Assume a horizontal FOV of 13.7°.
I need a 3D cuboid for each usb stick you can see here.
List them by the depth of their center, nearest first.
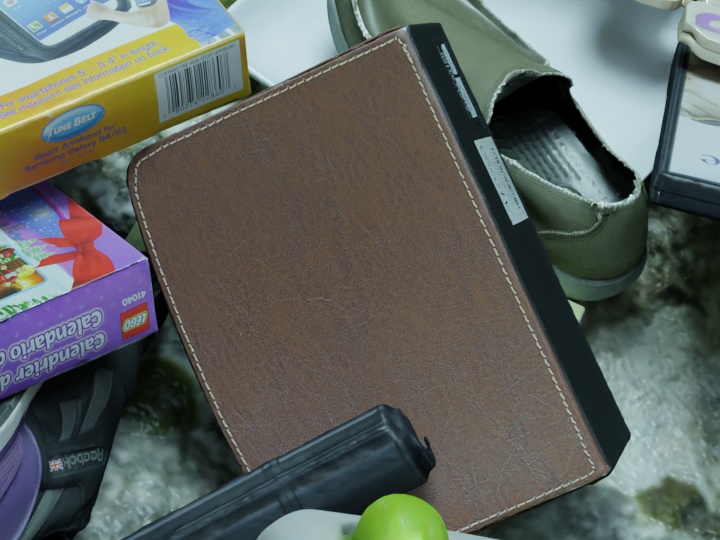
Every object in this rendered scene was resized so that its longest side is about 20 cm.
[{"bbox_3d":[-0.064,0.110,1.184,0.200,0.055,0.033,-27,71,2],"label":"usb stick"}]

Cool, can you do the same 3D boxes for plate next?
[{"bbox_3d":[0.060,-0.101,1.416,0.200,0.032,0.200,38,57,11],"label":"plate"}]

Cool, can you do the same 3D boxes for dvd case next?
[{"bbox_3d":[0.203,-0.052,1.321,0.143,0.018,0.200,15,23,3],"label":"dvd case"}]

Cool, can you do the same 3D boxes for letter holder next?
[{"bbox_3d":[0.005,0.016,1.253,0.142,0.101,0.200,-25,91,11],"label":"letter holder"}]

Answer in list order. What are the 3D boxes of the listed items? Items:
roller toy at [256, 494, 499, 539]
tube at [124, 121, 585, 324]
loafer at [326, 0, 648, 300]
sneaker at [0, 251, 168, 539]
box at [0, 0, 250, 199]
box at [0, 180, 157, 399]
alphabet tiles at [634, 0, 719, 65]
[{"bbox_3d":[0.018,0.188,1.127,0.140,0.200,0.183,10,75,-10],"label":"roller toy"},{"bbox_3d":[0.000,0.000,1.329,0.200,0.052,0.058,23,17,4],"label":"tube"},{"bbox_3d":[0.064,-0.079,1.341,0.075,0.070,0.200,-33,71,-30],"label":"loafer"},{"bbox_3d":[-0.135,0.064,1.242,0.076,0.088,0.200,2,28,28],"label":"sneaker"},{"bbox_3d":[-0.145,-0.122,1.254,0.119,0.041,0.200,-24,52,-19],"label":"box"},{"bbox_3d":[-0.193,-0.005,1.228,0.137,0.039,0.200,-24,37,-26],"label":"box"},{"bbox_3d":[0.203,-0.136,1.437,0.196,0.015,0.200,19,30,-2],"label":"alphabet tiles"}]
